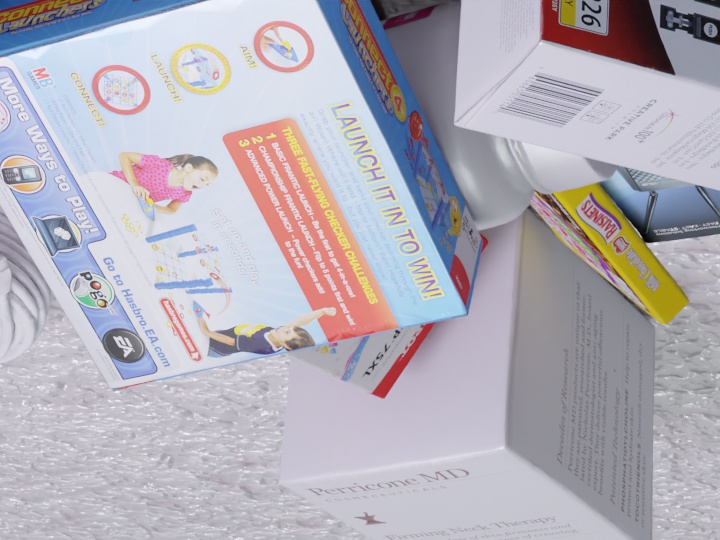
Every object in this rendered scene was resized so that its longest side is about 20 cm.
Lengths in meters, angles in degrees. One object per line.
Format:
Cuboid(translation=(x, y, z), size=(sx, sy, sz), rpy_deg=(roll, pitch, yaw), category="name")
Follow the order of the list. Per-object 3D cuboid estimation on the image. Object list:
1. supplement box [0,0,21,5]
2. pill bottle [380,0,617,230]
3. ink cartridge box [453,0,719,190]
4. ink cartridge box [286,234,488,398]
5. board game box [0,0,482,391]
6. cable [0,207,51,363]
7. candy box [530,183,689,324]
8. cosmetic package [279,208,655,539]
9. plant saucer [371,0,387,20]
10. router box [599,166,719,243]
Cuboid(translation=(-0.133, -0.153, 1.137), size=(0.109, 0.061, 0.200), rpy_deg=(-16, 139, 29), category="supplement box")
Cuboid(translation=(0.021, -0.069, 1.204), size=(0.199, 0.114, 0.113), rpy_deg=(-13, 151, 22), category="pill bottle")
Cuboid(translation=(0.138, -0.144, 0.991), size=(0.175, 0.201, 0.084), rpy_deg=(12, 156, -19), category="ink cartridge box")
Cuboid(translation=(0.000, 0.000, 1.378), size=(0.067, 0.116, 0.200), rpy_deg=(35, -177, 26), category="ink cartridge box")
Cuboid(translation=(-0.070, -0.050, 1.129), size=(0.195, 0.056, 0.200), rpy_deg=(-12, 125, 21), category="board game box")
Cuboid(translation=(-0.296, 0.002, 1.539), size=(0.199, 0.069, 0.200), rpy_deg=(2, 155, 8), category="cable")
Cuboid(translation=(0.114, -0.042, 1.357), size=(0.026, 0.102, 0.200), rpy_deg=(-45, 144, 1), category="candy box")
Cuboid(translation=(0.073, 0.083, 1.539), size=(0.167, 0.167, 0.200), rpy_deg=(-11, 150, 30), category="cosmetic package")
Cuboid(translation=(-0.084, -0.117, 1.285), size=(0.200, 0.037, 0.201), rpy_deg=(3, 156, 1), category="plant saucer")
Cuboid(translation=(0.219, -0.082, 1.279), size=(0.199, 0.062, 0.150), rpy_deg=(-8, 154, 24), category="router box")
